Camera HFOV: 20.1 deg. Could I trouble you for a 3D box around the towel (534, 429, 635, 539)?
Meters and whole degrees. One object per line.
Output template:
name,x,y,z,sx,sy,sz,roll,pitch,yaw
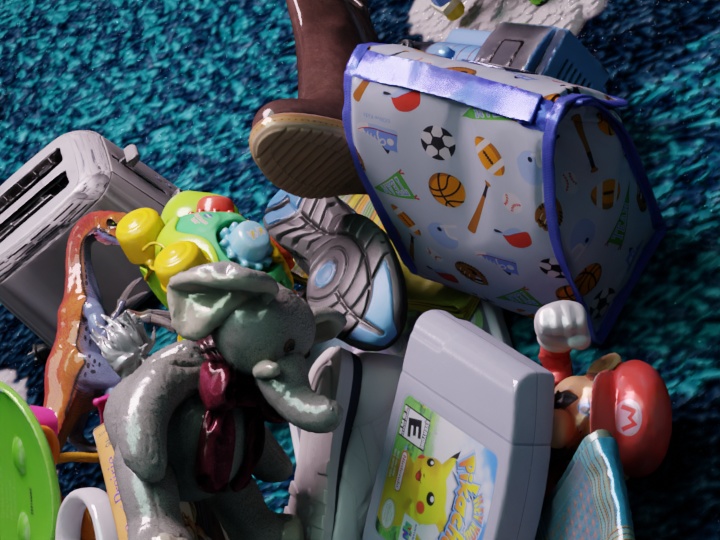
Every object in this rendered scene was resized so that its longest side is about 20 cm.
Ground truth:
towel,0.123,0.210,1.172,0.147,0.022,0.201,119,157,-43

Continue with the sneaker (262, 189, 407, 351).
sneaker,0.000,0.000,1.417,0.073,0.082,0.200,-44,33,9

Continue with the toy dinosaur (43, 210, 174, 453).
toy dinosaur,-0.210,0.052,1.586,0.199,0.183,0.105,-22,4,-43

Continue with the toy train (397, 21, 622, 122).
toy train,0.101,-0.126,1.476,0.199,0.114,0.087,15,67,50

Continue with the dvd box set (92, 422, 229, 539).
dvd box set,-0.101,0.200,1.314,0.029,0.146,0.201,-35,46,16

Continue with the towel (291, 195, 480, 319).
towel,0.026,-0.016,1.494,0.199,0.018,0.087,12,67,48

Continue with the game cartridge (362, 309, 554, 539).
game cartridge,0.059,0.140,1.267,0.133,0.040,0.202,28,110,50

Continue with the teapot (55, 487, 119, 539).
teapot,-0.187,0.277,1.340,0.200,0.198,0.146,-41,36,-7

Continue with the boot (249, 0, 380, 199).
boot,-0.032,-0.134,1.411,0.072,0.199,0.168,-33,67,27

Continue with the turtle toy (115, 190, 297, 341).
turtle toy,-0.108,0.001,1.530,0.101,0.146,0.200,-35,33,-12

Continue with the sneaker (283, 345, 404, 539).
sneaker,-0.003,0.154,1.359,0.076,0.080,0.202,8,86,65

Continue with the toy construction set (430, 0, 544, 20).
toy construction set,0.131,-0.296,1.627,0.130,0.092,0.202,2,70,46

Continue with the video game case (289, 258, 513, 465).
video game case,0.019,0.052,1.473,0.181,0.023,0.201,-34,39,18

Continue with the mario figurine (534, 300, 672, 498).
mario figurine,0.106,0.092,1.277,0.199,0.124,0.106,-4,42,48

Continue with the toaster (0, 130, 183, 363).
toaster,-0.243,-0.022,1.711,0.199,0.129,0.114,-38,37,13

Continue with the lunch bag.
lunch bag,0.092,-0.068,1.330,0.169,0.200,0.124,18,67,33

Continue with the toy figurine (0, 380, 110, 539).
toy figurine,-0.192,0.163,1.476,0.149,0.183,0.202,3,99,45

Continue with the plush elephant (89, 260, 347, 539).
plush elephant,-0.076,0.076,1.276,0.154,0.164,0.201,-37,64,23
